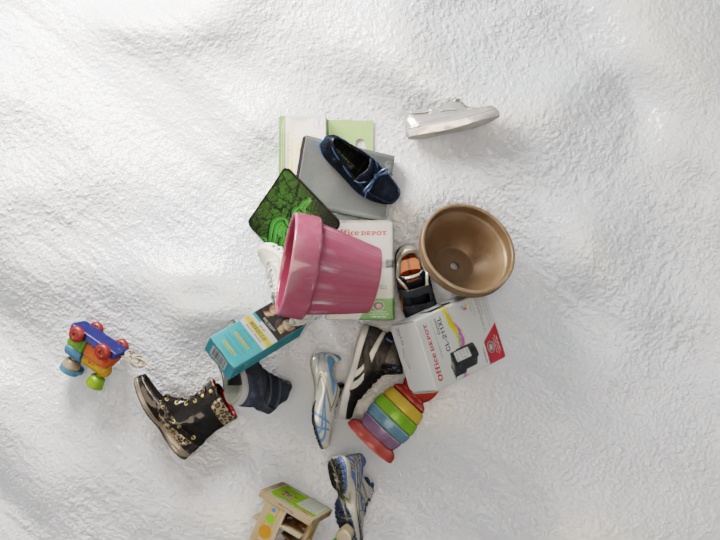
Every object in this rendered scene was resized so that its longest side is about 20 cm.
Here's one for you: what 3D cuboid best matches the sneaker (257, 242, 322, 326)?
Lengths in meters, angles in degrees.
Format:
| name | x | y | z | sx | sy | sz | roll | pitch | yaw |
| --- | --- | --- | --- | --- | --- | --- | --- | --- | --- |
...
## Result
| name | x | y | z | sx | sy | sz | roll | pitch | yaw |
| --- | --- | --- | --- | --- | --- | --- | --- | --- | --- |
| sneaker | -0.157 | 0.027 | 1.623 | 0.081 | 0.075 | 0.201 | -28 | 70 | -30 |

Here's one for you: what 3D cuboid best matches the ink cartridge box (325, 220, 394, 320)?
| name | x | y | z | sx | sy | sz | roll | pitch | yaw |
| --- | --- | --- | --- | --- | --- | --- | --- | --- | --- |
| ink cartridge box | 0.000 | 0.000 | 1.636 | 0.145 | 0.083 | 0.203 | 1 | 90 | 3 |

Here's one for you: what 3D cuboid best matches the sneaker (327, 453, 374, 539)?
| name | x | y | z | sx | sy | sz | roll | pitch | yaw |
| --- | --- | --- | --- | --- | --- | --- | --- | --- | --- |
| sneaker | -0.005 | 0.469 | 1.631 | 0.084 | 0.077 | 0.203 | -16 | 108 | -30 |

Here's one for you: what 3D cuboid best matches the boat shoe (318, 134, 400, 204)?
| name | x | y | z | sx | sy | sz | roll | pitch | yaw |
| --- | --- | --- | --- | --- | --- | --- | --- | --- | --- |
| boat shoe | 0.001 | -0.196 | 1.591 | 0.199 | 0.069 | 0.085 | 30 | 82 | -20 |

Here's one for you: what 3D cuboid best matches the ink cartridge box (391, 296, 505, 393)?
| name | x | y | z | sx | sy | sz | roll | pitch | yaw |
| --- | --- | --- | --- | --- | --- | --- | --- | --- | --- |
| ink cartridge box | 0.177 | 0.142 | 1.579 | 0.199 | 0.082 | 0.147 | -20 | 93 | -34 |

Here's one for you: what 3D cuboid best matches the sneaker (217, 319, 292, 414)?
| name | x | y | z | sx | sy | sz | roll | pitch | yaw |
| --- | --- | --- | --- | --- | --- | --- | --- | --- | --- |
| sneaker | -0.220 | 0.205 | 1.646 | 0.077 | 0.145 | 0.204 | -40 | 46 | 29 |

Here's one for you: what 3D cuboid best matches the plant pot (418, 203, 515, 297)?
| name | x | y | z | sx | sy | sz | roll | pitch | yaw |
| --- | --- | --- | --- | --- | --- | --- | --- | --- | --- |
| plant pot | 0.206 | -0.026 | 1.609 | 0.198 | 0.093 | 0.203 | 6 | 62 | -12 |

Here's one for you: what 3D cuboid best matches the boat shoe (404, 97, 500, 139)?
| name | x | y | z | sx | sy | sz | roll | pitch | yaw |
| --- | --- | --- | --- | --- | --- | --- | --- | --- | --- |
| boat shoe | 0.188 | -0.324 | 1.650 | 0.197 | 0.072 | 0.069 | -11 | 88 | 10 |

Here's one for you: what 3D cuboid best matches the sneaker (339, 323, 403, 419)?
| name | x | y | z | sx | sy | sz | roll | pitch | yaw |
| --- | --- | --- | --- | --- | --- | --- | --- | --- | --- |
| sneaker | 0.029 | 0.221 | 1.636 | 0.111 | 0.073 | 0.203 | 15 | 88 | 3 |

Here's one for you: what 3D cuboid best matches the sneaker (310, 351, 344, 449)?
| name | x | y | z | sx | sy | sz | roll | pitch | yaw |
| --- | --- | --- | --- | --- | --- | --- | --- | --- | --- |
| sneaker | -0.068 | 0.271 | 1.642 | 0.071 | 0.072 | 0.203 | 0 | 92 | -5 |

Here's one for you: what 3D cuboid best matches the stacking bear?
| name | x | y | z | sx | sy | sz | roll | pitch | yaw |
| --- | --- | --- | --- | --- | --- | --- | --- | --- | --- |
| stacking bear | 0.083 | 0.281 | 1.621 | 0.121 | 0.114 | 0.200 | 41 | 86 | 2 |

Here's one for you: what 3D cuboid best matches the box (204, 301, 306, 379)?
| name | x | y | z | sx | sy | sz | roll | pitch | yaw |
| --- | --- | --- | --- | --- | --- | --- | --- | --- | --- |
| box | -0.208 | 0.133 | 1.592 | 0.199 | 0.049 | 0.082 | -31 | 74 | -41 |

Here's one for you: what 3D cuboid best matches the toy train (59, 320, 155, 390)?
| name | x | y | z | sx | sy | sz | roll | pitch | yaw |
| --- | --- | --- | --- | --- | --- | --- | --- | --- | --- |
| toy train | -0.529 | 0.200 | 1.640 | 0.199 | 0.085 | 0.117 | 31 | 101 | 12 |

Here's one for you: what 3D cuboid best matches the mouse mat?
| name | x | y | z | sx | sy | sz | roll | pitch | yaw |
| --- | --- | --- | --- | --- | --- | --- | --- | --- | --- |
| mouse mat | -0.139 | -0.096 | 1.614 | 0.161 | 0.008 | 0.200 | 45 | 135 | 2 |

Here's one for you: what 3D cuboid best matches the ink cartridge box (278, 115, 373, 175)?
| name | x | y | z | sx | sy | sz | roll | pitch | yaw |
| --- | --- | --- | --- | --- | --- | --- | --- | --- | --- |
| ink cartridge box | -0.072 | -0.249 | 1.662 | 0.197 | 0.048 | 0.148 | 1 | 89 | 3 |

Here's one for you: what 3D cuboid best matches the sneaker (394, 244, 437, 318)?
| name | x | y | z | sx | sy | sz | roll | pitch | yaw |
| --- | --- | --- | --- | --- | --- | --- | --- | --- | --- |
| sneaker | 0.114 | 0.045 | 1.636 | 0.078 | 0.079 | 0.202 | -18 | 90 | 0 |

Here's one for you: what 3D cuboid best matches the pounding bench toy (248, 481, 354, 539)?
| name | x | y | z | sx | sy | sz | roll | pitch | yaw |
| --- | --- | --- | --- | --- | --- | --- | --- | --- | --- |
| pounding bench toy | -0.127 | 0.549 | 1.587 | 0.198 | 0.124 | 0.158 | 24 | 90 | 17 |

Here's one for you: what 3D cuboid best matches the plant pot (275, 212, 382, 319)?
| name | x | y | z | sx | sy | sz | roll | pitch | yaw |
| --- | --- | --- | --- | --- | --- | --- | --- | --- | --- |
| plant pot | -0.059 | 0.003 | 1.513 | 0.177 | 0.200 | 0.203 | 11 | 89 | -12 |

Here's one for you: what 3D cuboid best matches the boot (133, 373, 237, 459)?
| name | x | y | z | sx | sy | sz | roll | pitch | yaw |
| --- | --- | --- | --- | --- | --- | --- | --- | --- | --- |
| boot | -0.364 | 0.273 | 1.646 | 0.150 | 0.073 | 0.201 | -32 | 92 | 2 |

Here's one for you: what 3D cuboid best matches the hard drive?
| name | x | y | z | sx | sy | sz | roll | pitch | yaw |
| --- | --- | --- | --- | --- | --- | --- | --- | --- | --- |
| hard drive | -0.034 | -0.187 | 1.634 | 0.198 | 0.033 | 0.142 | 10 | 89 | -20 |
